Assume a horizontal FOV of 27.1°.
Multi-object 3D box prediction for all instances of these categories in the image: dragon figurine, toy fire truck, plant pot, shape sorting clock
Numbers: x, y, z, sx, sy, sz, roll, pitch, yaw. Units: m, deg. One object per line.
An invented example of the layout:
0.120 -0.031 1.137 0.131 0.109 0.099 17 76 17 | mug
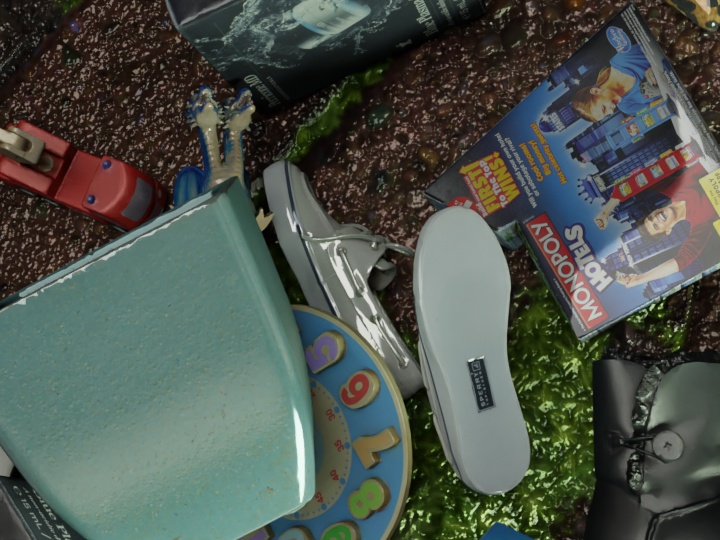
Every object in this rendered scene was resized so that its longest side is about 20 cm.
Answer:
-0.107 -0.044 1.122 0.058 0.201 0.100 -2 45 -16 | dragon figurine
-0.258 -0.092 1.148 0.199 0.141 0.049 22 83 18 | toy fire truck
-0.122 0.075 0.967 0.195 0.196 0.201 -28 97 1 | plant pot
-0.050 0.125 1.070 0.199 0.039 0.202 5 98 37 | shape sorting clock

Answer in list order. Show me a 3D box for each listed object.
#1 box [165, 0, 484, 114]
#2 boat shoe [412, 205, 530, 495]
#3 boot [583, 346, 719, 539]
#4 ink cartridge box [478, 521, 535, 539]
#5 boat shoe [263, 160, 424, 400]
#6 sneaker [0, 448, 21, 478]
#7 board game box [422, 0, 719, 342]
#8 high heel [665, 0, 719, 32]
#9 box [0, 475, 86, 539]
-0.031 -0.229 1.086 0.199 0.197 0.118 -23 74 8 | box
0.068 0.057 1.051 0.073 0.065 0.202 -6 90 -20 | boat shoe
0.245 0.139 1.002 0.199 0.076 0.169 6 83 22 | boot
0.141 0.279 0.970 0.199 0.086 0.147 24 109 19 | ink cartridge box
-0.001 0.000 1.098 0.086 0.075 0.203 -25 75 8 | boat shoe
-0.302 0.129 1.156 0.079 0.074 0.201 -18 78 -5 | sneaker
0.158 -0.055 1.073 0.199 0.062 0.201 -29 70 10 | board game box
0.215 -0.277 1.070 0.071 0.143 0.201 -20 73 9 | high heel
-0.197 0.256 1.022 0.117 0.200 0.197 -38 72 4 | box
